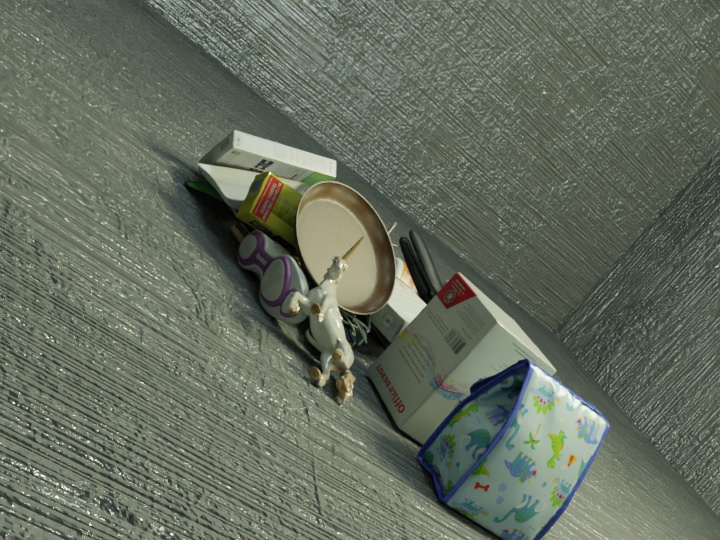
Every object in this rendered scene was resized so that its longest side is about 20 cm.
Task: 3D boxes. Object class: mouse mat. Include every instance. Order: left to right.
[{"bbox_3d":[-0.165,-0.108,1.465,0.199,0.008,0.160,27,19,32],"label":"mouse mat"}]

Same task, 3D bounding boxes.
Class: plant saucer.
[{"bbox_3d":[-0.026,-0.030,1.308,0.199,0.032,0.203,24,55,-39],"label":"plant saucer"}]

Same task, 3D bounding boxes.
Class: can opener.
[{"bbox_3d":[0.119,0.025,1.565,0.078,0.063,0.201,-8,64,-56],"label":"can opener"}]

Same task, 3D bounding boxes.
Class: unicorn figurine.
[{"bbox_3d":[-0.041,0.062,1.172,0.073,0.203,0.137,-1,5,14],"label":"unicorn figurine"}]

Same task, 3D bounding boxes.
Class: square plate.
[{"bbox_3d":[-0.148,-0.118,1.453,0.196,0.029,0.200,8,18,-27],"label":"square plate"}]

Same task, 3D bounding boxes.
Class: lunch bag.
[{"bbox_3d":[0.200,0.225,1.162,0.169,0.201,0.128,35,12,-29],"label":"lunch bag"}]

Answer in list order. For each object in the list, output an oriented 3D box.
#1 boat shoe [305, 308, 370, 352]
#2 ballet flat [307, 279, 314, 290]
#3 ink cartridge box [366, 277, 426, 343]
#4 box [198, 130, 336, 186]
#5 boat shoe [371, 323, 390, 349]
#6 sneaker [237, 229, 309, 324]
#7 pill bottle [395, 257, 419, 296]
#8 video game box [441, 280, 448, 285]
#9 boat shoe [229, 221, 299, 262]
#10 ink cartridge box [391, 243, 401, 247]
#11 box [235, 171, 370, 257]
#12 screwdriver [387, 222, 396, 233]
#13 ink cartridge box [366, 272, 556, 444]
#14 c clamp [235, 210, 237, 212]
[{"bbox_3d":[-0.023,0.085,1.306,0.075,0.062,0.200,44,10,9],"label":"boat shoe"},{"bbox_3d":[-0.052,0.022,1.467,0.067,0.068,0.200,38,6,26],"label":"ballet flat"},{"bbox_3d":[0.050,0.056,1.477,0.159,0.048,0.200,21,18,-49],"label":"ink cartridge box"},{"bbox_3d":[-0.160,-0.176,1.569,0.198,0.037,0.144,14,-21,-31],"label":"box"},{"bbox_3d":[0.020,0.056,1.575,0.074,0.073,0.201,25,25,-48],"label":"boat shoe"},{"bbox_3d":[-0.101,0.013,1.276,0.099,0.075,0.200,32,13,-37],"label":"sneaker"},{"bbox_3d":[0.104,0.075,1.695,0.199,0.112,0.112,38,10,-20],"label":"pill bottle"},{"bbox_3d":[0.191,0.145,1.632,0.182,0.046,0.202,35,48,-44],"label":"video game box"},{"bbox_3d":[-0.123,-0.042,1.436,0.199,0.072,0.072,31,14,-49],"label":"boat shoe"},{"bbox_3d":[-0.034,-0.056,1.578,0.198,0.044,0.198,17,2,12],"label":"ink cartridge box"},{"bbox_3d":[-0.082,-0.060,1.348,0.199,0.076,0.050,35,-21,-26],"label":"box"},{"bbox_3d":[0.000,0.000,1.425,0.028,0.200,0.029,7,-42,55],"label":"screwdriver"},{"bbox_3d":[0.137,0.142,1.285,0.144,0.200,0.146,38,10,-32],"label":"ink cartridge box"},{"bbox_3d":[-0.154,-0.076,1.600,0.171,0.027,0.200,46,10,23],"label":"c clamp"}]
